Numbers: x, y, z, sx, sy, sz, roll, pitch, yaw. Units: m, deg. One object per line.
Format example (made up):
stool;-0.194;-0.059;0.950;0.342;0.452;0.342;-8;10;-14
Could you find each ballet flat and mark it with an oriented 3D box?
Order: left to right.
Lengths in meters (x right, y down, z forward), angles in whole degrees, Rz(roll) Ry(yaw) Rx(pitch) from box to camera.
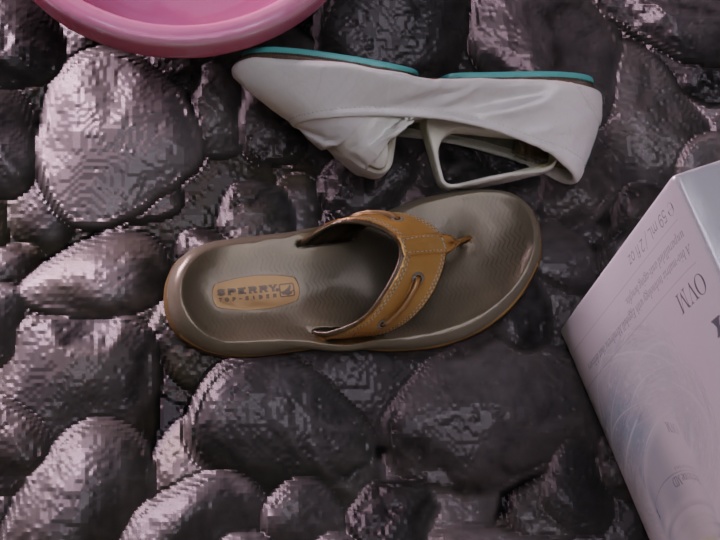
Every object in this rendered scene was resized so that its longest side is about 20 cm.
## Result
ballet flat;0.031;-0.076;0.941;0.198;0.070;0.070;4;68;-8

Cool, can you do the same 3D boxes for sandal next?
sandal;0.000;0.000;0.907;0.198;0.054;0.081;-8;70;-11

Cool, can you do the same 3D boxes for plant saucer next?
plant saucer;-0.096;-0.193;0.962;0.198;0.051;0.202;2;63;-5

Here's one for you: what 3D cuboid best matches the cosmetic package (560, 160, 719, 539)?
cosmetic package;0.203;0.067;0.833;0.122;0.200;0.201;-18;72;-15
